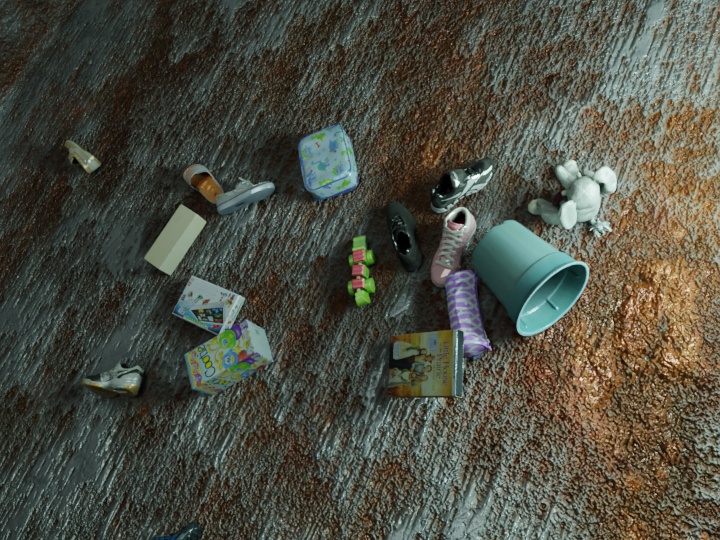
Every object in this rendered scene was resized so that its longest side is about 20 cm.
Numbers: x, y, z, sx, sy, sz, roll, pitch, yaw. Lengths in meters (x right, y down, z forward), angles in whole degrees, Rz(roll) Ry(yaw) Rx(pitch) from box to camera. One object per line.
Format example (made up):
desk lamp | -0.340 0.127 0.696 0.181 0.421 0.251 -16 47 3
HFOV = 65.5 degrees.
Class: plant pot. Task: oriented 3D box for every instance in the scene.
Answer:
plant pot | 0.363 0.003 1.248 0.200 0.200 0.197 -40 52 2

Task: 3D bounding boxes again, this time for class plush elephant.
plush elephant | 0.491 -0.175 1.278 0.164 0.155 0.200 -41 59 1

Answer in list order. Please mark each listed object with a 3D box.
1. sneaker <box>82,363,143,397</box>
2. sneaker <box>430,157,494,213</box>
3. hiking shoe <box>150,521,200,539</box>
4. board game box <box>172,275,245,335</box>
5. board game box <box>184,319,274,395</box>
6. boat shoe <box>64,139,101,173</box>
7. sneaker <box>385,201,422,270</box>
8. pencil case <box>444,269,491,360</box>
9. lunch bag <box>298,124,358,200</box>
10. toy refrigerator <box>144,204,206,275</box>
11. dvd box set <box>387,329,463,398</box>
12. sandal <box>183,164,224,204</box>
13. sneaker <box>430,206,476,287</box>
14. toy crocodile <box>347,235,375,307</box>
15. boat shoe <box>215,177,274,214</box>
sneaker | -0.714 0.316 1.630 0.196 0.076 0.089 -1 53 18
sneaker | 0.259 -0.230 1.434 0.199 0.091 0.067 -36 61 5
hiking shoe | -0.481 0.677 1.371 0.200 0.074 0.087 -44 60 1
board game box | -0.440 0.103 1.616 0.197 0.035 0.128 19 76 28
board game box | -0.348 0.233 1.484 0.198 0.105 0.104 -29 61 9
boat shoe | -1.037 -0.416 2.055 0.198 0.074 0.070 30 76 29
sneaker | 0.107 -0.103 1.445 0.075 0.091 0.203 -25 60 13
pencil case | 0.248 0.100 1.304 0.084 0.084 0.203 -19 62 26
lunch bag | -0.096 -0.311 1.619 0.158 0.083 0.203 -19 63 13
toy refrigerator | -0.571 -0.094 1.735 0.075 0.070 0.202 28 82 22
dvd box set | 0.146 0.217 1.282 0.198 0.029 0.149 -11 68 44
sandal | -0.509 -0.291 1.794 0.206 0.059 0.079 39 86 30
sneaker | 0.220 -0.064 1.375 0.074 0.105 0.203 22 79 26
toy crocodile | 0.000 0.000 1.462 0.066 0.062 0.203 -8 66 19
boat shoe | -0.356 -0.246 1.701 0.199 0.074 0.088 -21 79 20
